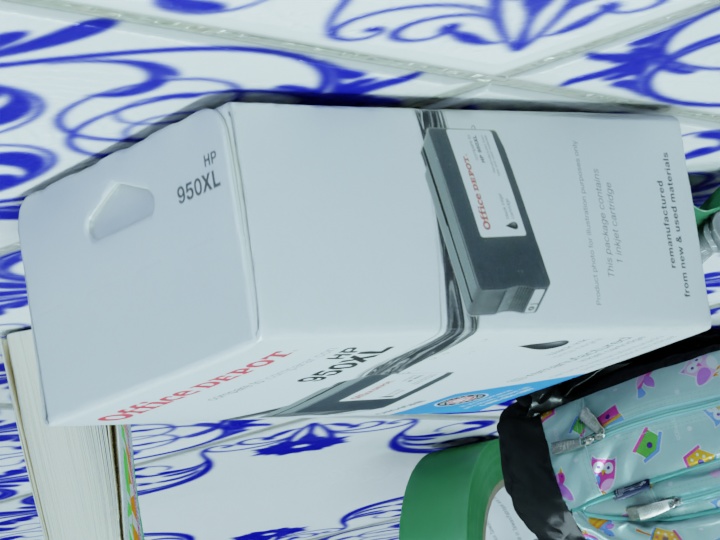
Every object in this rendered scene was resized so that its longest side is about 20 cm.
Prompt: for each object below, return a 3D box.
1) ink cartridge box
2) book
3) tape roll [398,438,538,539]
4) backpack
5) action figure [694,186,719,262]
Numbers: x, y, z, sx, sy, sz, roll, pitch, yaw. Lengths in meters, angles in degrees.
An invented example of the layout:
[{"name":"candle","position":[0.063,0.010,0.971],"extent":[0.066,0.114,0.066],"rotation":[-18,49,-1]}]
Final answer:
[{"name":"ink cartridge box","position":[0.000,0.000,1.058],"extent":[0.200,0.084,0.144],"rotation":[0,166,-36]},{"name":"book","position":[-0.124,0.108,1.382],"extent":[0.048,0.134,0.200],"rotation":[-9,169,-2]},{"name":"tape roll","position":[0.085,0.209,1.890],"extent":[0.048,0.201,0.200],"rotation":[-12,169,22]},{"name":"backpack","position":[0.194,0.101,1.625],"extent":[0.200,0.127,0.167],"rotation":[-17,163,24]},{"name":"action figure","position":[0.106,0.005,1.267],"extent":[0.118,0.055,0.200],"rotation":[-9,174,-15]}]
